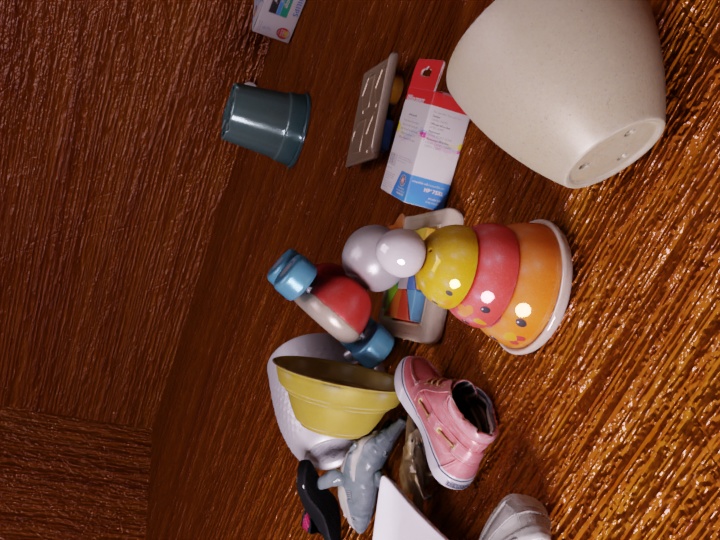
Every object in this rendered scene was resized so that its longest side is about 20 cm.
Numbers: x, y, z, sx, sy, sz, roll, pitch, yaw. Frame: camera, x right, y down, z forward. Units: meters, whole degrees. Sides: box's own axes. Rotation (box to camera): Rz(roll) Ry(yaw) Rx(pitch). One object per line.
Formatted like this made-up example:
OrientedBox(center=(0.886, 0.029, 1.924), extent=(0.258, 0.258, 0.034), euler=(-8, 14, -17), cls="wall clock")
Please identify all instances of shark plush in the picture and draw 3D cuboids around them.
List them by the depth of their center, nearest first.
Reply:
OrientedBox(center=(0.027, 0.280, 1.181), extent=(0.201, 0.090, 0.084), euler=(-53, 51, 20), cls="shark plush")

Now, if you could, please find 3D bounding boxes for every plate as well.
OrientedBox(center=(0.064, 0.369, 0.960), extent=(0.199, 0.032, 0.203), euler=(-152, 66, -65), cls="plate")

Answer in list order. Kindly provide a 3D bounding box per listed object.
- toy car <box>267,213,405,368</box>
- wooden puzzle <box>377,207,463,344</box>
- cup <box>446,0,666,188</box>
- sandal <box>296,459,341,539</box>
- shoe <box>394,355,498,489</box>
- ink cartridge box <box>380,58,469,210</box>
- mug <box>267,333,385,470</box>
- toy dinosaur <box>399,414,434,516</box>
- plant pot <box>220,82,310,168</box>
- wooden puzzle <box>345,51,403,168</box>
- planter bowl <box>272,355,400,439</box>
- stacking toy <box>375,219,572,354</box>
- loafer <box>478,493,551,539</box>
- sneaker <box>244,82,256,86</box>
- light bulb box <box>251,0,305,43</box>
OrientedBox(center=(0.000, 0.000, 1.199), extent=(0.200, 0.184, 0.177), euler=(-49, 13, -3), cls="toy car")
OrientedBox(center=(0.077, 0.006, 1.196), extent=(0.200, 0.037, 0.187), euler=(-179, 101, -71), cls="wooden puzzle")
OrientedBox(center=(0.197, -0.163, 0.762), extent=(0.144, 0.198, 0.201), euler=(65, 146, 21), cls="cup")
OrientedBox(center=(-0.070, 0.355, 1.243), extent=(0.076, 0.045, 0.201), euler=(-84, -21, -50), cls="sandal")
OrientedBox(center=(0.103, 0.153, 0.985), extent=(0.092, 0.071, 0.201), euler=(-64, 28, 30), cls="shoe")
OrientedBox(center=(0.100, -0.199, 1.209), extent=(0.116, 0.066, 0.202), euler=(-136, 61, -68), cls="ink cartridge box")
OrientedBox(center=(-0.043, 0.199, 1.294), extent=(0.199, 0.147, 0.177), euler=(-34, 46, 20), cls="mug")
OrientedBox(center=(0.070, 0.230, 1.043), extent=(0.101, 0.058, 0.202), euler=(121, 154, -46), cls="toy dinosaur")
OrientedBox(center=(-0.252, -0.390, 2.158), extent=(0.200, 0.194, 0.203), euler=(-166, 90, -72), cls="plant pot")
OrientedBox(center=(0.030, -0.284, 1.513), extent=(0.200, 0.046, 0.188), euler=(179, 103, -76), cls="wooden puzzle")
OrientedBox(center=(-0.033, 0.182, 1.154), extent=(0.200, 0.198, 0.085), euler=(-163, 83, -71), cls="planter bowl")
OrientedBox(center=(0.105, 0.000, 0.864), extent=(0.146, 0.198, 0.148), euler=(-167, 90, -72), cls="stacking toy")
OrientedBox(center=(0.127, 0.312, 0.805), extent=(0.070, 0.069, 0.202), euler=(-103, 30, -68), cls="loafer")
OrientedBox(center=(-0.415, -0.571, 2.940), extent=(0.082, 0.076, 0.202), euler=(-118, 44, -72), cls="sneaker")
OrientedBox(center=(-0.243, -0.847, 2.532), extent=(0.199, 0.123, 0.202), euler=(123, 153, -46), cls="light bulb box")
